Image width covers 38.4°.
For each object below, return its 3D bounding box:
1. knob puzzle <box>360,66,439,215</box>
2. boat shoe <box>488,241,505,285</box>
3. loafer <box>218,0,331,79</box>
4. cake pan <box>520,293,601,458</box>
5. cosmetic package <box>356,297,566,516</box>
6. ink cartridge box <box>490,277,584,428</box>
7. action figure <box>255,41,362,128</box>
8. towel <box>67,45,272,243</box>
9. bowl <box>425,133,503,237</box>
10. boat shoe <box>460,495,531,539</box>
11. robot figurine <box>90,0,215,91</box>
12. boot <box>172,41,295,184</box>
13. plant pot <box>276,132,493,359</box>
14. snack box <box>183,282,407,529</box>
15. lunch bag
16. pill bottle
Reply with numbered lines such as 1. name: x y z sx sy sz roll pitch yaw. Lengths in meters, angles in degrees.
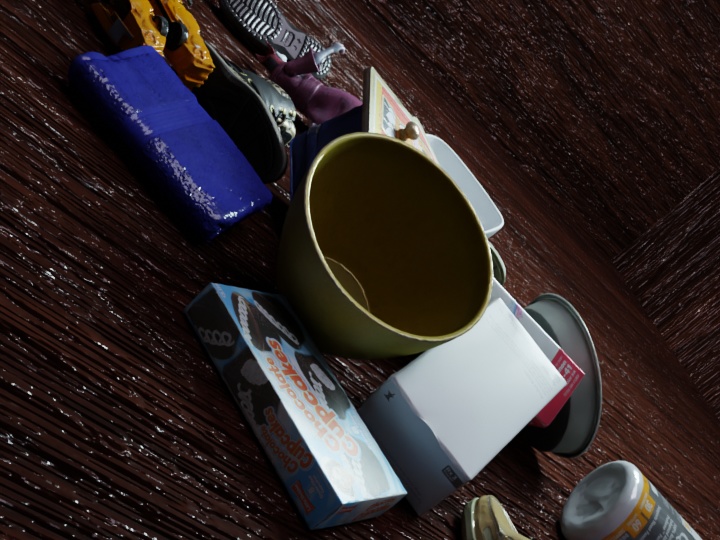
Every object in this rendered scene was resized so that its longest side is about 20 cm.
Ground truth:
1. knob puzzle: 0.066 -0.093 1.096 0.220 0.030 0.223 45 34 -42
2. boat shoe: 0.158 -0.051 1.643 0.200 0.075 0.069 45 22 -14
3. loafer: -0.139 -0.349 1.568 0.199 0.074 0.071 40 -27 -12
4. cake pan: 0.227 0.131 1.271 0.036 0.203 0.202 -5 43 -19
5. cosmetic package: 0.093 0.120 0.954 0.199 0.081 0.114 -27 76 -47
6. ink cartridge box: 0.137 0.079 1.180 0.200 0.086 0.147 47 -15 -12
7. action figure: -0.076 -0.242 1.474 0.199 0.134 0.150 36 59 0
8. towel: -0.177 -0.118 0.965 0.201 0.049 0.148 50 23 0
9. bowl: 0.093 -0.104 1.514 0.198 0.075 0.201 -12 60 -46
10. boat shoe: 0.143 0.263 0.895 0.071 0.076 0.201 39 19 -28
11. robot figurine: -0.241 -0.286 1.120 0.144 0.058 0.202 8 43 -51
12. boot: -0.120 -0.173 1.194 0.201 0.073 0.150 50 15 21
13. plant pot: 0.000 0.000 0.936 0.197 0.142 0.203 19 53 -27
14. snack box: -0.050 0.103 0.811 0.201 0.037 0.116 56 18 21
15. lunch bag: -0.007 -0.078 1.128 0.136 0.131 0.203 39 38 -45
16. pill bottle: 0.331 0.325 1.184 0.200 0.116 0.117 46 16 -10
